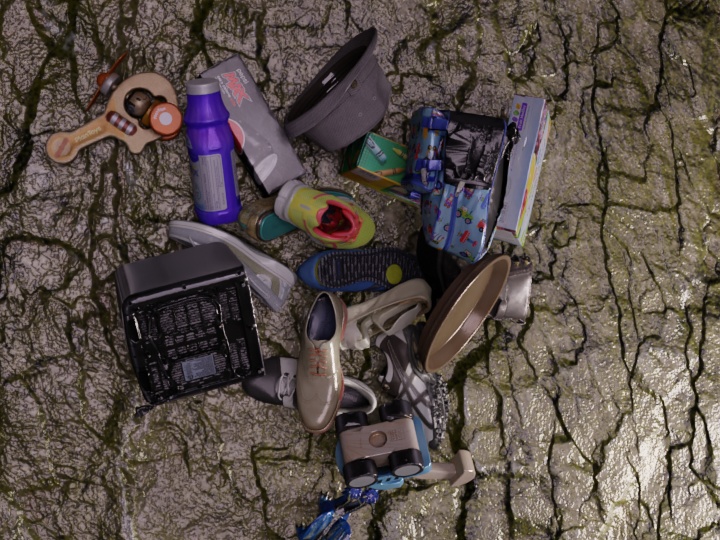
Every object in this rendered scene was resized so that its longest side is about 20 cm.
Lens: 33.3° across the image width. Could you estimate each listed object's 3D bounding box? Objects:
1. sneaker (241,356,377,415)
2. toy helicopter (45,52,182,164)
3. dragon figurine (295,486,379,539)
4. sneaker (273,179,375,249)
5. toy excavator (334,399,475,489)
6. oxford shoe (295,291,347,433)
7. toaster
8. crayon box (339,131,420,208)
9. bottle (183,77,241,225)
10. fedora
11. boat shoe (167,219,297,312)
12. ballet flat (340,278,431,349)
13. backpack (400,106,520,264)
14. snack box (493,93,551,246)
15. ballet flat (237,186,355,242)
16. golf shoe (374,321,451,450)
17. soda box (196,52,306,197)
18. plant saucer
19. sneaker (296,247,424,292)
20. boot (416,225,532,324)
[{"bbox_3d":[-0.070,0.170,1.738,0.200,0.089,0.074,10,88,-11],"label":"sneaker"},{"bbox_3d":[-0.353,-0.216,1.685,0.200,0.079,0.132,-28,95,-8],"label":"toy helicopter"},{"bbox_3d":[-0.050,0.374,1.730,0.059,0.099,0.200,39,81,-9],"label":"dragon figurine"},{"bbox_3d":[-0.033,-0.065,1.694,0.200,0.090,0.078,16,98,-53],"label":"sneaker"},{"bbox_3d":[0.065,0.268,1.720,0.194,0.200,0.100,-12,60,-1],"label":"toy excavator"},{"bbox_3d":[-0.061,0.125,1.679,0.071,0.074,0.200,0,75,10],"label":"oxford shoe"},{"bbox_3d":[-0.242,0.077,1.651,0.200,0.119,0.181,-15,119,-13],"label":"toaster"},{"bbox_3d":[0.079,-0.134,1.761,0.200,0.119,0.058,21,84,-12],"label":"crayon box"},{"bbox_3d":[-0.210,-0.167,1.685,0.065,0.084,0.200,-11,112,-15],"label":"bottle"},{"bbox_3d":[-0.018,-0.243,1.716,0.090,0.177,0.200,44,60,-19],"label":"fedora"},{"bbox_3d":[-0.189,-0.011,1.721,0.202,0.074,0.065,29,78,-18],"label":"boat shoe"},{"bbox_3d":[0.015,0.075,1.744,0.200,0.069,0.070,-28,95,4],"label":"ballet flat"},{"bbox_3d":[0.126,-0.115,1.628,0.134,0.183,0.200,8,99,-5],"label":"backpack"},{"bbox_3d":[0.235,-0.146,1.784,0.053,0.142,0.200,13,86,12],"label":"snack box"},{"bbox_3d":[-0.094,-0.087,1.737,0.200,0.071,0.071,-17,93,-43],"label":"ballet flat"},{"bbox_3d":[0.077,0.173,1.788,0.094,0.078,0.200,-7,104,18],"label":"golf shoe"},{"bbox_3d":[-0.158,-0.208,1.736,0.071,0.063,0.200,-31,95,-12],"label":"soda box"},{"bbox_3d":[0.143,0.056,1.690,0.029,0.200,0.200,35,80,18],"label":"plant saucer"},{"bbox_3d":[0.000,0.000,1.774,0.200,0.078,0.066,1,88,-32],"label":"sneaker"},{"bbox_3d":[0.177,-0.004,1.800,0.174,0.069,0.200,-10,110,-22],"label":"boot"}]
